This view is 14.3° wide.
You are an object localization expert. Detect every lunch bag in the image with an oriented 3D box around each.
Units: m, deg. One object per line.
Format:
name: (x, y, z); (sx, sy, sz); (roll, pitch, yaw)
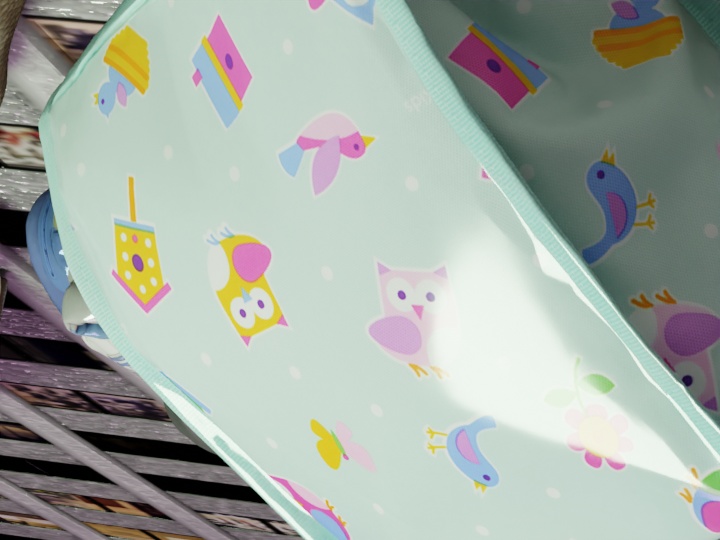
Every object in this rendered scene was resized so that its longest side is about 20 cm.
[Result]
lunch bag: (0.022, -0.016, 0.734); (0.200, 0.122, 0.170); (48, 142, -3)

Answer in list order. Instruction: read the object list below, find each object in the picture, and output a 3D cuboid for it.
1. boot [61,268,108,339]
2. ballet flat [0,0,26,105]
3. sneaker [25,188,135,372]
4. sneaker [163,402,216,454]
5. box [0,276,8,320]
boot: (0.000, 0.000, 0.963); (0.199, 0.096, 0.074); (10, 167, 1)
ballet flat: (-0.138, -0.069, 0.881); (0.067, 0.046, 0.200); (10, 167, -5)
sneaker: (-0.087, 0.013, 1.126); (0.088, 0.075, 0.200); (3, 164, 27)
sneaker: (0.000, 0.076, 1.329); (0.079, 0.076, 0.200); (-6, 160, 43)
box: (-0.271, 0.081, 1.342); (0.165, 0.165, 0.200); (13, 166, -14)
